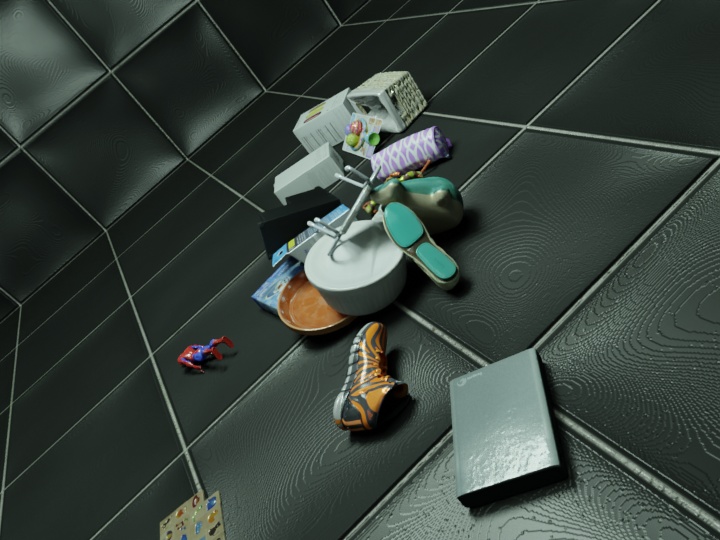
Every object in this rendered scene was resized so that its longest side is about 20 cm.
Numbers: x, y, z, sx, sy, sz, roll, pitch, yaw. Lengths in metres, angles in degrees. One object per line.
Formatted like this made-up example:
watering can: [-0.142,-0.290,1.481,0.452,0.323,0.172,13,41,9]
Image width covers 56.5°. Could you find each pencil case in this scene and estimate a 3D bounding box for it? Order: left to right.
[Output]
pencil case: [0.122,-0.283,1.635,0.199,0.084,0.085,-17,0,31]

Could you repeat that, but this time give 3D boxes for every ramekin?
ramekin: [0.000,0.000,1.309,0.201,0.094,0.203,-12,40,11]

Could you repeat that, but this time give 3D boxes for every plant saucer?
plant saucer: [-0.073,0.057,1.374,0.199,0.032,0.201,-12,40,10]

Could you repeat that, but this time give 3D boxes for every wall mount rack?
wall mount rack: [-0.040,-0.130,1.305,0.201,0.074,0.174,-60,6,-3]

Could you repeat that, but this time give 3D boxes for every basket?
basket: [0.077,-0.487,1.921,0.123,0.136,0.200,-44,29,-14]

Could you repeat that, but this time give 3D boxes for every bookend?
bookend: [-0.157,-0.121,1.624,0.199,0.093,0.199,-18,21,-13]

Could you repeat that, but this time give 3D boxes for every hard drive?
hard drive: [0.191,0.206,0.900,0.139,0.033,0.200,-27,31,22]

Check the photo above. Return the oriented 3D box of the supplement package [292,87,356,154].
supplement package: [-0.096,-0.467,2.119,0.199,0.110,0.114,-22,32,28]

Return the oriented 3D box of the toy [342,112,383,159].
toy: [-0.010,-0.393,1.925,0.200,0.047,0.116,33,108,56]

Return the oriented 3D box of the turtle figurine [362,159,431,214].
turtle figurine: [0.084,-0.186,1.553,0.200,0.064,0.162,-31,29,14]

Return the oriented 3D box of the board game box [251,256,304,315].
board game box: [-0.133,0.020,1.534,0.200,0.043,0.199,-48,31,-17]

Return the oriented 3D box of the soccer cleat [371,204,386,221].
soccer cleat: [0.048,-0.102,1.453,0.199,0.085,0.069,-19,34,32]

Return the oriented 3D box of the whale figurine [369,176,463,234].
whale figurine: [0.112,-0.144,1.315,0.159,0.199,0.104,-21,58,48]

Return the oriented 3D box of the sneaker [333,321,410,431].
sneaker: [0.036,0.173,1.100,0.112,0.078,0.201,-9,51,36]

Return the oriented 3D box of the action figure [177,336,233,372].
action figure: [-0.370,0.197,1.554,0.200,0.052,0.066,-16,30,45]

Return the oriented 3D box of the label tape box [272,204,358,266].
label tape box: [-0.095,-0.059,1.460,0.200,0.066,0.143,-37,12,1]

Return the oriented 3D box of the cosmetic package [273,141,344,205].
cosmetic package: [-0.150,-0.271,1.935,0.200,0.081,0.113,-32,29,16]

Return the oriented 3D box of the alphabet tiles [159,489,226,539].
alphabet tiles: [-0.296,0.466,1.125,0.167,0.008,0.200,-39,28,2]

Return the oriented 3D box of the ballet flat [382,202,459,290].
ballet flat: [0.106,-0.040,1.227,0.067,0.062,0.200,-34,66,-7]
